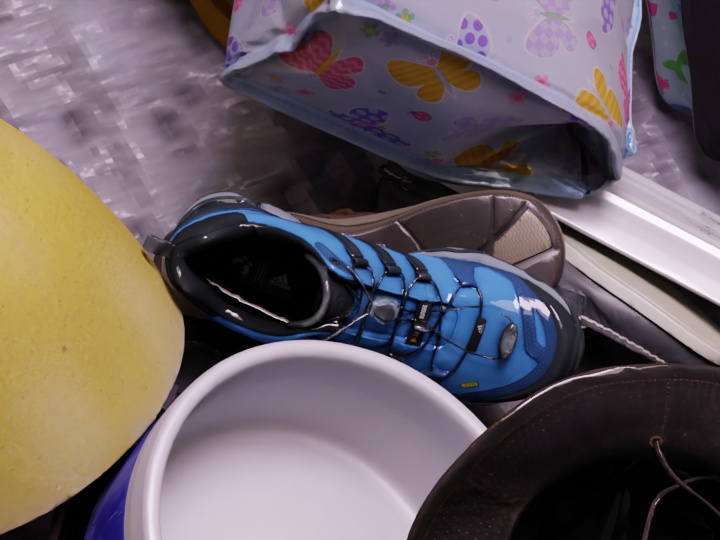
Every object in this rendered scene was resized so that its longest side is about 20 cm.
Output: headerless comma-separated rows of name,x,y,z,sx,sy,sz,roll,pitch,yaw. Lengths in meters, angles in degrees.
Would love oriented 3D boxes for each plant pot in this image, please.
plant pot,-0.193,0.004,1.312,0.199,0.142,0.201,-13,38,11

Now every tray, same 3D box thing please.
tray,0.167,-0.012,1.474,0.199,0.022,0.107,28,15,9

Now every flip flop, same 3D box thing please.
flip flop,0.000,0.000,1.434,0.199,0.058,0.082,-10,97,10

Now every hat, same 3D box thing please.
hat,0.111,0.116,1.283,0.199,0.202,0.081,1,18,-10

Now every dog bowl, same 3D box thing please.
dog bowl,-0.019,0.136,1.308,0.199,0.079,0.201,15,56,-23

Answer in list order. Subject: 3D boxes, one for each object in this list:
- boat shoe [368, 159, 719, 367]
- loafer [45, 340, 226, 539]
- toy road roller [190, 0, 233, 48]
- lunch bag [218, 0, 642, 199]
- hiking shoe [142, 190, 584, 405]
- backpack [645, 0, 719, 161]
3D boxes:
boat shoe,0.086,0.009,1.460,0.199,0.066,0.074,32,12,10
loafer,-0.102,0.107,1.356,0.072,0.063,0.201,22,55,6
toy road roller,-0.069,-0.191,1.549,0.123,0.147,0.200,-31,30,-28
lunch bag,0.046,-0.137,1.420,0.199,0.127,0.170,20,62,-28
hiking shoe,0.002,0.021,1.362,0.199,0.075,0.087,13,10,6
backpack,0.241,-0.156,1.528,0.200,0.178,0.150,-31,36,-28
